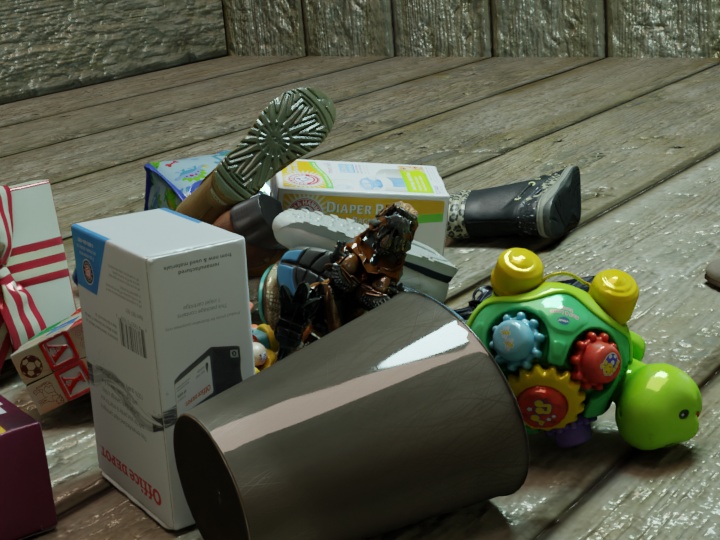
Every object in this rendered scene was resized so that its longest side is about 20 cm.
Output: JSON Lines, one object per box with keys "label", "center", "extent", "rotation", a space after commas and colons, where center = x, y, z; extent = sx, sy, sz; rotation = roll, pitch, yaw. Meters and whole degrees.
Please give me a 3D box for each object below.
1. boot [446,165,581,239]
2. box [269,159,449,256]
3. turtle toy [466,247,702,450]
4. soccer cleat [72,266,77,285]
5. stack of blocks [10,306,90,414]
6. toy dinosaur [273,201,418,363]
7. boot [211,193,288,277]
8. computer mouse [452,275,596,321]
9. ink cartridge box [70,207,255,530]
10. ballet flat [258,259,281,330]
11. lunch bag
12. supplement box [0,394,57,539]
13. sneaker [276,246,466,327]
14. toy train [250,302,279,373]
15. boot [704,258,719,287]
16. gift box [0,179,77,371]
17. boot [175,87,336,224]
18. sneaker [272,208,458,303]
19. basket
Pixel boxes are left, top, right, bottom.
{"label": "boot", "center": [0.199, -0.087, 1.546], "extent": [0.151, 0.075, 0.203], "rotation": [-1, 15, 23]}
{"label": "box", "center": [-0.006, -0.061, 1.393], "extent": [0.197, 0.103, 0.113], "rotation": [2, 23, -7]}
{"label": "turtle toy", "center": [0.163, 0.077, 0.921], "extent": [0.197, 0.147, 0.102], "rotation": [13, 40, 2]}
{"label": "soccer cleat", "center": [-0.252, 0.008, 1.412], "extent": [0.198, 0.065, 0.084], "rotation": [10, 51, 30]}
{"label": "stack of blocks", "center": [-0.241, 0.059, 1.140], "extent": [0.114, 0.059, 0.200], "rotation": [-26, 9, 5]}
{"label": "toy dinosaur", "center": [-0.012, 0.038, 1.014], "extent": [0.101, 0.203, 0.136], "rotation": [14, 22, 5]}
{"label": "boot", "center": [-0.136, 0.007, 1.302], "extent": [0.198, 0.069, 0.188], "rotation": [-27, -24, 22]}
{"label": "computer mouse", "center": [0.180, 0.043, 1.163], "extent": [0.198, 0.053, 0.138], "rotation": [-6, 13, 44]}
{"label": "ink cartridge box", "center": [-0.144, 0.068, 0.902], "extent": [0.083, 0.203, 0.144], "rotation": [-13, 18, -32]}
{"label": "ballet flat", "center": [-0.056, 0.026, 1.187], "extent": [0.064, 0.072, 0.200], "rotation": [6, 2, 4]}
{"label": "lunch bag", "center": [-0.159, -0.068, 1.516], "extent": [0.168, 0.129, 0.200], "rotation": [-14, 38, -33]}
{"label": "supplement box", "center": [-0.322, 0.141, 0.909], "extent": [0.109, 0.087, 0.199], "rotation": [-16, 20, -35]}
{"label": "sneaker", "center": [0.013, 0.039, 1.114], "extent": [0.198, 0.074, 0.082], "rotation": [28, 7, -4]}
{"label": "toy train", "center": [-0.148, 0.078, 1.124], "extent": [0.148, 0.057, 0.200], "rotation": [-4, 17, 3]}
{"label": "boot", "center": [0.431, -0.045, 1.201], "extent": [0.070, 0.149, 0.198], "rotation": [-21, 22, -39]}
{"label": "gift box", "center": [-0.404, 0.017, 1.201], "extent": [0.185, 0.187, 0.199], "rotation": [-1, 18, 45]}
{"label": "boot", "center": [-0.125, -0.115, 1.334], "extent": [0.175, 0.066, 0.200], "rotation": [-40, 4, -22]}
{"label": "sneaker", "center": [0.000, 0.000, 1.165], "extent": [0.198, 0.081, 0.076], "rotation": [20, 15, -23]}
{"label": "basket", "center": [-0.017, 0.116, 0.827], "extent": [0.198, 0.138, 0.180], "rotation": [-19, 41, -27]}
